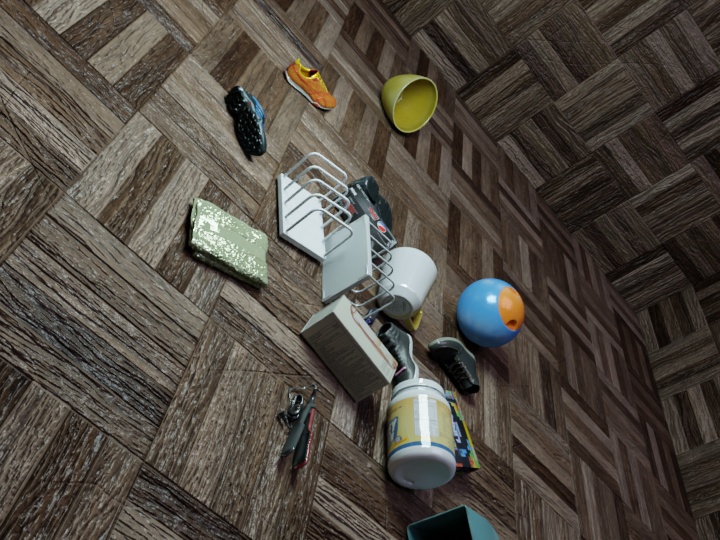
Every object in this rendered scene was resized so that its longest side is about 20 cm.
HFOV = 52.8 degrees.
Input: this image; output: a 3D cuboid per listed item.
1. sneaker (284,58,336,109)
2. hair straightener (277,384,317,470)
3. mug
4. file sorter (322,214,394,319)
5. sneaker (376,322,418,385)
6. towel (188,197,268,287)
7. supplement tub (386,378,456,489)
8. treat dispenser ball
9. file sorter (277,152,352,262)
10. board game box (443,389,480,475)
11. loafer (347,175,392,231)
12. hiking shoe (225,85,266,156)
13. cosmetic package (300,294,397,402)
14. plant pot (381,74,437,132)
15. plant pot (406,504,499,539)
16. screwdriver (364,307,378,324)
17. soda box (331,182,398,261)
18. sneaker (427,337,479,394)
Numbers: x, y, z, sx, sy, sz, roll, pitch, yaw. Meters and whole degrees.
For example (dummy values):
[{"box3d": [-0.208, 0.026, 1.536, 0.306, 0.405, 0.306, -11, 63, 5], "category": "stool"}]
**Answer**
[{"box3d": [-0.133, -0.542, 2.138, 0.199, 0.077, 0.073, 30, 36, -43], "category": "sneaker"}, {"box3d": [-0.117, 0.277, 1.367, 0.077, 0.041, 0.201, 46, 30, -19], "category": "hair straightener"}, {"box3d": [0.124, 0.056, 1.874, 0.186, 0.149, 0.154, 41, 39, -15], "category": "mug"}, {"box3d": [0.000, 0.000, 1.735, 0.124, 0.138, 0.201, 40, 32, -34], "category": "file sorter"}, {"box3d": [0.080, 0.206, 1.726, 0.099, 0.071, 0.201, 38, 28, -28], "category": "sneaker"}, {"box3d": [-0.265, -0.055, 1.477, 0.199, 0.036, 0.149, 33, 38, -38], "category": "towel"}, {"box3d": [0.128, 0.351, 1.569, 0.144, 0.144, 0.201, 39, 33, -30], "category": "supplement tub"}, {"box3d": [0.382, 0.125, 2.140, 0.200, 0.200, 0.202, 38, 33, -31], "category": "treat dispenser ball"}, {"box3d": [-0.104, -0.155, 1.725, 0.138, 0.124, 0.201, 32, 37, -37], "category": "file sorter"}, {"box3d": [0.195, 0.383, 1.736, 0.165, 0.056, 0.201, 21, 44, -49], "category": "board game box"}, {"box3d": [0.031, -0.180, 2.034, 0.201, 0.072, 0.073, 63, 38, -34], "category": "loafer"}, {"box3d": [-0.255, -0.360, 1.760, 0.086, 0.074, 0.201, 11, 52, -52], "category": "hiking shoe"}, {"box3d": [-0.022, 0.168, 1.565, 0.201, 0.103, 0.087, 53, 27, -10], "category": "cosmetic package"}, {"box3d": [0.153, -0.611, 2.572, 0.199, 0.201, 0.142, 19, 18, -49], "category": "plant pot"}, {"box3d": [0.214, 0.587, 1.481, 0.200, 0.141, 0.142, 37, 33, -46], "category": "plant pot"}, {"box3d": [0.004, 0.135, 1.718, 0.029, 0.028, 0.200, 27, 28, 10], "category": "screwdriver"}, {"box3d": [0.012, -0.130, 1.949, 0.201, 0.071, 0.063, 57, 31, -2], "category": "soda box"}, {"box3d": [0.260, 0.255, 1.945, 0.199, 0.075, 0.107, 31, 34, -41], "category": "sneaker"}]
